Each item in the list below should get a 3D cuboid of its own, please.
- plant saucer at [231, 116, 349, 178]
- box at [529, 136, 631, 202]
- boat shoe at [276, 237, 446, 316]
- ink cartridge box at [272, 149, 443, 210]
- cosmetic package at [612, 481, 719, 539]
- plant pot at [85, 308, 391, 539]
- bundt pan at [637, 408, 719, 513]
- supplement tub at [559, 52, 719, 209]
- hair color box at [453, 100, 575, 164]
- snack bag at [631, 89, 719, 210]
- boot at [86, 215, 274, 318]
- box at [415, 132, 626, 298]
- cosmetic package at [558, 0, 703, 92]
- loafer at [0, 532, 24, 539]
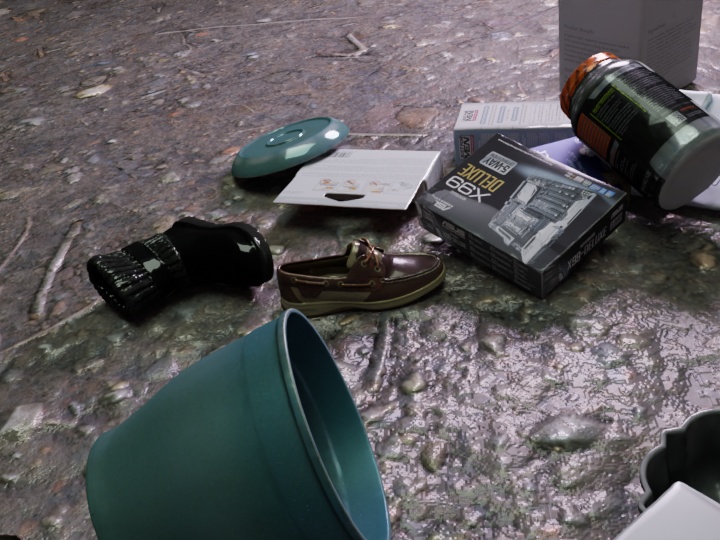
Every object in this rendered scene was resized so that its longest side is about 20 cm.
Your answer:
[{"bbox_3d":[-0.115,-0.200,1.256,0.200,0.027,0.200,-18,23,8],"label":"plant saucer"},{"bbox_3d":[0.237,-0.114,1.049,0.200,0.032,0.121,-16,47,-1],"label":"box"},{"bbox_3d":[0.000,0.000,0.930,0.200,0.072,0.072,-8,33,2],"label":"boat shoe"},{"bbox_3d":[0.000,-0.118,1.134,0.200,0.044,0.174,5,37,21],"label":"ink cartridge box"},{"bbox_3d":[0.171,0.261,0.413,0.200,0.168,0.166,-28,37,-27],"label":"cosmetic package"},{"bbox_3d":[-0.100,0.159,0.628,0.188,0.200,0.200,-24,33,6],"label":"plant pot"},{"bbox_3d":[0.301,0.191,0.567,0.202,0.076,0.202,-7,34,5],"label":"bundt pan"},{"bbox_3d":[0.349,-0.179,0.992,0.122,0.123,0.200,-23,54,-19],"label":"supplement tub"},{"bbox_3d":[0.246,-0.207,1.192,0.200,0.061,0.099,2,35,15],"label":"hair color box"},{"bbox_3d":[0.427,-0.164,1.044,0.200,0.021,0.189,19,68,39],"label":"snack bag"},{"bbox_3d":[-0.221,0.001,0.974,0.211,0.080,0.158,9,30,44],"label":"boot"},{"bbox_3d":[0.191,-0.073,0.966,0.158,0.050,0.200,-39,51,-21],"label":"box"},{"bbox_3d":[0.437,-0.393,1.295,0.165,0.200,0.165,-29,39,-27],"label":"cosmetic package"},{"bbox_3d":[-0.364,0.246,0.654,0.200,0.071,0.073,-6,34,5],"label":"loafer"}]
